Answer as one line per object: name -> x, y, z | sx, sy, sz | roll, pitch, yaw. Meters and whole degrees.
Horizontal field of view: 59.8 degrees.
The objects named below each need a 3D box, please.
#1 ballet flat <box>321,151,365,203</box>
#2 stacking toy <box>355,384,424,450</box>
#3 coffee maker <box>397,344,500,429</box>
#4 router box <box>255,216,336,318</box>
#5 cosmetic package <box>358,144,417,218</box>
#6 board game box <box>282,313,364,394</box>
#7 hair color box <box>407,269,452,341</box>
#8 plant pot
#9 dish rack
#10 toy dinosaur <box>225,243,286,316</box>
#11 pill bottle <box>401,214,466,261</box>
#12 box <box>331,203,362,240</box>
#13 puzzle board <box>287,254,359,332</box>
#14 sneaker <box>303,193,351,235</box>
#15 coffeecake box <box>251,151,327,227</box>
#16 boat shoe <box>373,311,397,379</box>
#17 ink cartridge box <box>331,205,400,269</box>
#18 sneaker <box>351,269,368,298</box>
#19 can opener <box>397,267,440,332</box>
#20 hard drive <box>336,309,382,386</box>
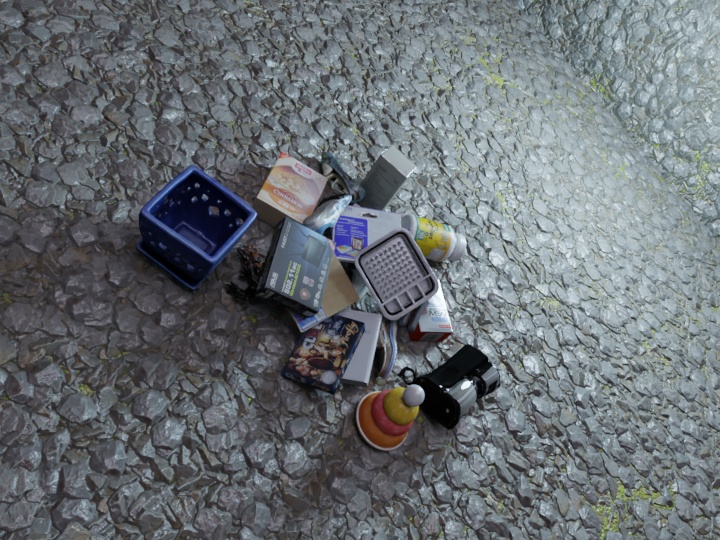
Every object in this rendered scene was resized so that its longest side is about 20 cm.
ballet flat -> -0.070, -0.273, 1.847 | 0.074, 0.075, 0.200 | -24, 61, -39
stacking toy -> 0.089, 0.324, 1.464 | 0.145, 0.200, 0.147 | 15, 54, -22
coffee maker -> 0.239, 0.279, 1.631 | 0.199, 0.135, 0.193 | -28, 76, -41
router box -> -0.153, -0.008, 1.508 | 0.149, 0.062, 0.202 | 26, 60, -24
cosmetic package -> 0.068, -0.258, 1.836 | 0.105, 0.200, 0.071 | 42, 48, 0
board game box -> -0.086, 0.191, 1.515 | 0.134, 0.035, 0.201 | 14, 48, 15
hair color box -> 0.178, 0.095, 1.763 | 0.110, 0.064, 0.202 | 4, 57, -28
plant pot -> -0.391, -0.087, 1.459 | 0.199, 0.180, 0.201 | 37, 48, -5
dish rack -> 0.092, 0.009, 1.632 | 0.171, 0.044, 0.201 | -31, 93, -8
toy dinosaur -> -0.244, 0.020, 1.542 | 0.199, 0.103, 0.135 | 35, 27, 22
pill bottle -> 0.211, -0.090, 1.871 | 0.198, 0.113, 0.114 | 15, 53, -22
box -> -0.044, -0.113, 1.780 | 0.041, 0.039, 0.201 | 32, 49, -6
puzzle board -> -0.111, 0.048, 1.566 | 0.199, 0.017, 0.152 | -28, 87, -36
sneaker -> -0.084, -0.148, 1.685 | 0.200, 0.071, 0.073 | -47, 126, -42
coffeecake box -> -0.195, -0.208, 1.729 | 0.153, 0.073, 0.201 | 29, 49, -11
boat shoe -> 0.050, 0.191, 1.624 | 0.072, 0.073, 0.201 | 19, 42, -13
ink cartridge box -> 0.017, -0.086, 1.717 | 0.196, 0.044, 0.202 | 9, 52, -9
sneaker -> 0.000, 0.000, 1.724 | 0.088, 0.076, 0.200 | 27, 45, 8
can opener -> 0.157, 0.079, 1.691 | 0.053, 0.067, 0.201 | 25, 65, 5
hard drive -> -0.027, 0.188, 1.563 | 0.130, 0.026, 0.201 | 7, 51, 9
